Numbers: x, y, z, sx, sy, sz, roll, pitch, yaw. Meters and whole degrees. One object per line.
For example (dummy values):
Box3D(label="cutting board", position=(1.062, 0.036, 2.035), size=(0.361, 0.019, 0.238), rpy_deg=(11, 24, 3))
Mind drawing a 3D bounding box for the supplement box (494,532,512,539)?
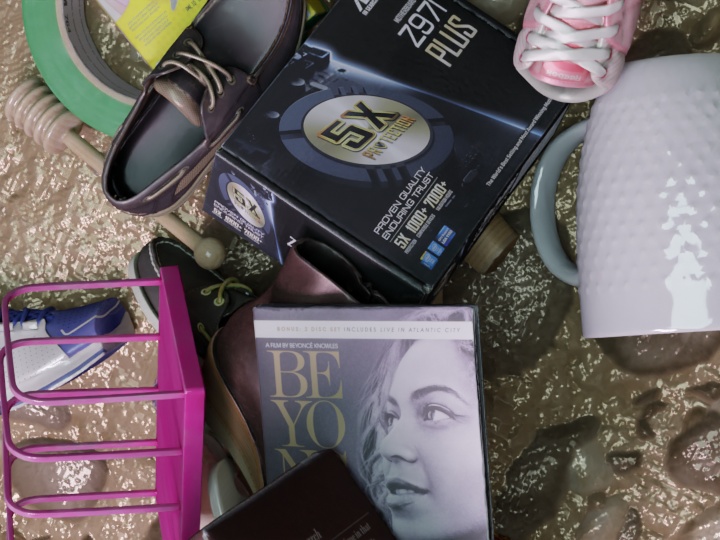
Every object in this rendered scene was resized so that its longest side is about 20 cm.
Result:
Box3D(label="supplement box", position=(0.066, 0.250, 1.495), size=(0.085, 0.200, 0.111), rpy_deg=(21, 101, 10))

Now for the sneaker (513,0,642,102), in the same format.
Box3D(label="sneaker", position=(0.144, -0.173, 1.383), size=(0.075, 0.200, 0.105), rpy_deg=(16, 65, 4))

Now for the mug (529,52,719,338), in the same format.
Box3D(label="mug", position=(0.193, -0.046, 1.472), size=(0.200, 0.147, 0.176), rpy_deg=(-5, 87, 44))

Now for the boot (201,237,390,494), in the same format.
Box3D(label="boot", position=(-0.012, 0.095, 1.427), size=(0.200, 0.072, 0.166), rpy_deg=(46, 131, 7))

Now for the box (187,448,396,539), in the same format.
Box3D(label="box", position=(-0.050, 0.247, 1.331), size=(0.166, 0.164, 0.200), rpy_deg=(-39, 85, 28))

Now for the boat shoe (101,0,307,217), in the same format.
Box3D(label="boat shoe", position=(-0.102, -0.115, 1.463), size=(0.074, 0.073, 0.200), rpy_deg=(33, 104, 5))

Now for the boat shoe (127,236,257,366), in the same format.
Box3D(label="boat shoe", position=(-0.085, 0.042, 1.551), size=(0.201, 0.072, 0.061), rpy_deg=(48, 127, 22))

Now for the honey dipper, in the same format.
Box3D(label="honey dipper", position=(-0.169, -0.065, 1.573), size=(0.200, 0.038, 0.038), rpy_deg=(38, 104, 20))

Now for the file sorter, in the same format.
Box3D(label="file sorter", position=(-0.175, 0.120, 1.491), size=(0.125, 0.139, 0.200), rpy_deg=(-3, 125, -11))

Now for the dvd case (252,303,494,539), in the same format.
Box3D(label="dvd case", position=(0.009, 0.119, 1.378), size=(0.148, 0.016, 0.201), rpy_deg=(0, 99, 25))

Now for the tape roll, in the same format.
Box3D(label="tape roll", position=(-0.135, -0.188, 1.568), size=(0.200, 0.048, 0.201), rpy_deg=(2, 97, 13))

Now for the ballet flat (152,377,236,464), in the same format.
Box3D(label="ballet flat", position=(-0.062, 0.119, 1.576), size=(0.200, 0.071, 0.069), rpy_deg=(26, 101, 9))

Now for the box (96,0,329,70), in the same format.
Box3D(label="box", position=(-0.129, -0.214, 1.516), size=(0.117, 0.048, 0.200), rpy_deg=(-39, 90, 15))

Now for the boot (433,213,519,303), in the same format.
Box3D(label="boot", position=(0.000, 0.000, 1.555), size=(0.144, 0.071, 0.201), rpy_deg=(40, 99, 11))

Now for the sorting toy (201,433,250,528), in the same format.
Box3D(label="sorting toy", position=(-0.079, 0.203, 1.530), size=(0.107, 0.200, 0.180), rpy_deg=(-21, 104, -9))

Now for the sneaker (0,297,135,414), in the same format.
Box3D(label="sneaker", position=(-0.274, 0.049, 1.612), size=(0.199, 0.081, 0.115), rpy_deg=(-25, 93, 16))

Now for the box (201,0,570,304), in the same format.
Box3D(label="box", position=(0.021, -0.083, 1.471), size=(0.164, 0.086, 0.200), rpy_deg=(35, 64, 6))
